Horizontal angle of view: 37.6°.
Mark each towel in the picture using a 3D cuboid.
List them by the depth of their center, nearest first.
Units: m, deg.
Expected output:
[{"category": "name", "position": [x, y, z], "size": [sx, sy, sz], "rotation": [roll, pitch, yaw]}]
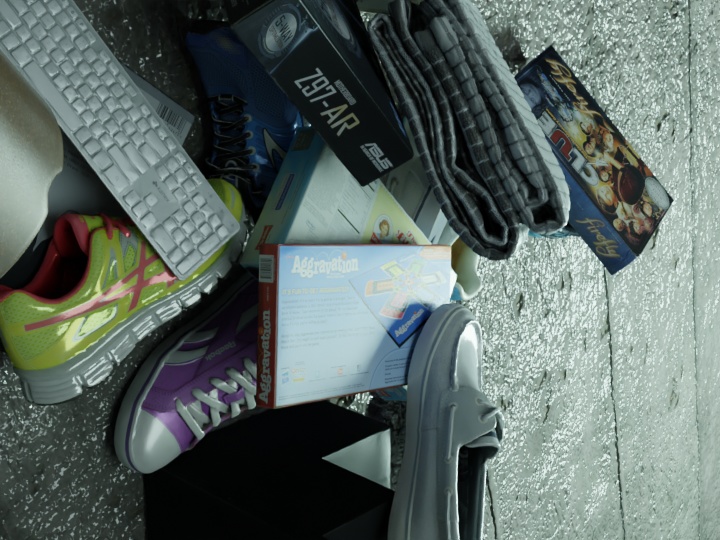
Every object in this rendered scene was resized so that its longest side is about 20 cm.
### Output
[{"category": "towel", "position": [0.078, -0.107, 0.774], "size": [0.201, 0.085, 0.166], "rotation": [63, 14, 2]}]

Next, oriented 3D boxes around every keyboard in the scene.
[{"category": "keyboard", "position": [-0.151, -0.088, 0.648], "size": [0.056, 0.011, 0.201], "rotation": [-47, 110, -33]}]

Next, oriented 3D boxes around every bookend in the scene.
[{"category": "bookend", "position": [-0.030, 0.186, 0.825], "size": [0.199, 0.198, 0.093], "rotation": [-17, 113, -46]}]

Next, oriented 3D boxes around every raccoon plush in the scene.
[{"category": "raccoon plush", "position": [0.032, 0.158, 0.914], "size": [0.200, 0.096, 0.135], "rotation": [-76, -177, -77]}]

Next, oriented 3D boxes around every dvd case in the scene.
[{"category": "dvd case", "position": [-0.202, -0.047, 0.681], "size": [0.150, 0.025, 0.201], "rotation": [34, 76, -49]}]

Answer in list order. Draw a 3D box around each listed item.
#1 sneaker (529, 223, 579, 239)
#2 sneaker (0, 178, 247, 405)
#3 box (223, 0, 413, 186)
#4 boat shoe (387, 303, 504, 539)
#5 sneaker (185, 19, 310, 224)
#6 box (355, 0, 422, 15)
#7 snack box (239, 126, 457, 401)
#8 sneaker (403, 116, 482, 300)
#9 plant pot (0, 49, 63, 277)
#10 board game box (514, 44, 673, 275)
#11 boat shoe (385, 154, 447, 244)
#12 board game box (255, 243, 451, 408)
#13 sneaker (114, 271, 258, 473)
[{"category": "sneaker", "position": [0.175, -0.092, 1.044], "size": [0.200, 0.095, 0.080], "rotation": [33, 77, -49]}, {"category": "sneaker", "position": [-0.151, -0.009, 0.678], "size": [0.200, 0.078, 0.091], "rotation": [-47, 123, -34]}, {"category": "box", "position": [-0.040, -0.176, 0.705], "size": [0.043, 0.201, 0.160], "rotation": [-29, 137, 13]}, {"category": "boat shoe", "position": [0.070, 0.121, 0.757], "size": [0.072, 0.068, 0.202], "rotation": [39, 58, -47]}, {"category": "sneaker", "position": [-0.075, -0.092, 0.770], "size": [0.089, 0.078, 0.201], "rotation": [-51, 136, -27]}, {"category": "box", "position": [0.040, -0.303, 0.836], "size": [0.082, 0.068, 0.202], "rotation": [-7, 108, -49]}, {"category": "snack box", "position": [0.000, 0.000, 0.783], "size": [0.200, 0.037, 0.117], "rotation": [47, 54, -42]}, {"category": "sneaker", "position": [0.081, -0.072, 0.955], "size": [0.076, 0.080, 0.202], "rotation": [-15, 113, -44]}, {"category": "plant pot", "position": [-0.256, -0.083, 0.491], "size": [0.201, 0.199, 0.198], "rotation": [-61, 146, -14]}, {"category": "board game box", "position": [0.211, -0.109, 1.016], "size": [0.200, 0.035, 0.135], "rotation": [50, 41, -3]}, {"category": "boat shoe", "position": [0.019, -0.011, 0.915], "size": [0.071, 0.069, 0.201], "rotation": [-43, 159, -55]}, {"category": "board game box", "position": [0.002, 0.033, 0.738], "size": [0.199, 0.019, 0.104], "rotation": [-1, 94, -53]}, {"category": "sneaker", "position": [-0.089, 0.078, 0.787], "size": [0.201, 0.114, 0.073], "rotation": [-50, 137, -23]}]
